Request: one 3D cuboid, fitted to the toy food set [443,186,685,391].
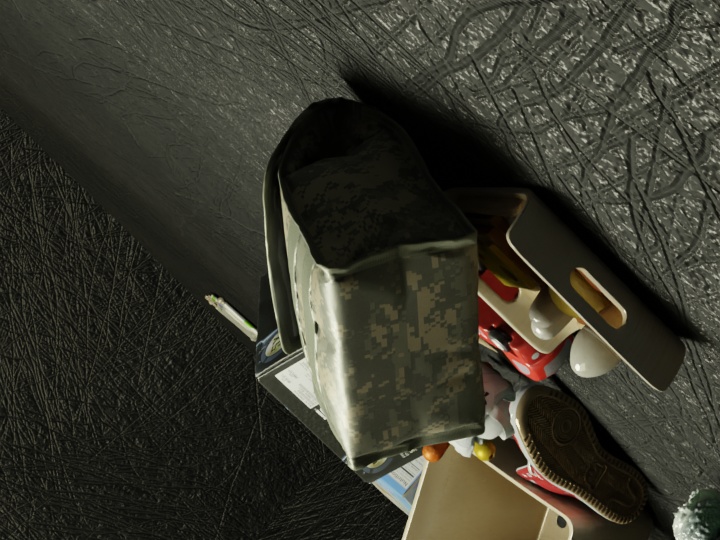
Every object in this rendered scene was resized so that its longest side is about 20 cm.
[{"bbox_3d":[0.114,0.015,1.096,0.143,0.060,0.200,43,171,-14],"label":"toy food set"}]

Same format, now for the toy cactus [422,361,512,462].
[{"bbox_3d":[0.073,0.083,1.541,0.166,0.102,0.200,61,-175,-21],"label":"toy cactus"}]

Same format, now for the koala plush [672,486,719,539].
[{"bbox_3d":[0.298,0.278,1.337,0.178,0.183,0.200,-103,-7,-45],"label":"koala plush"}]

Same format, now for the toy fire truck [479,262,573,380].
[{"bbox_3d":[0.101,0.042,1.334,0.200,0.049,0.141,32,168,44],"label":"toy fire truck"}]

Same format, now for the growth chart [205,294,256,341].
[{"bbox_3d":[-0.250,0.095,3.324,0.145,0.018,0.200,42,172,-5],"label":"growth chart"}]

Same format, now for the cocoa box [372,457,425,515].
[{"bbox_3d":[0.074,0.241,2.207,0.133,0.131,0.200,37,171,28],"label":"cocoa box"}]

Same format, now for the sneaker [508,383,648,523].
[{"bbox_3d":[0.172,0.157,1.536,0.200,0.071,0.112,45,168,-36],"label":"sneaker"}]

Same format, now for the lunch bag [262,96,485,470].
[{"bbox_3d":[0.000,0.000,1.110,0.200,0.117,0.165,-119,19,-52],"label":"lunch bag"}]

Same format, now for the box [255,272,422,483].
[{"bbox_3d":[-0.018,0.099,1.790,0.200,0.086,0.164,46,-154,-31],"label":"box"}]

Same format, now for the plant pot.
[{"bbox_3d":[0.175,0.283,1.693,0.176,0.201,0.200,-1,-156,-42],"label":"plant pot"}]

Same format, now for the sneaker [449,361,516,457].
[{"bbox_3d":[0.055,0.094,1.377,0.115,0.075,0.200,44,168,-14],"label":"sneaker"}]
